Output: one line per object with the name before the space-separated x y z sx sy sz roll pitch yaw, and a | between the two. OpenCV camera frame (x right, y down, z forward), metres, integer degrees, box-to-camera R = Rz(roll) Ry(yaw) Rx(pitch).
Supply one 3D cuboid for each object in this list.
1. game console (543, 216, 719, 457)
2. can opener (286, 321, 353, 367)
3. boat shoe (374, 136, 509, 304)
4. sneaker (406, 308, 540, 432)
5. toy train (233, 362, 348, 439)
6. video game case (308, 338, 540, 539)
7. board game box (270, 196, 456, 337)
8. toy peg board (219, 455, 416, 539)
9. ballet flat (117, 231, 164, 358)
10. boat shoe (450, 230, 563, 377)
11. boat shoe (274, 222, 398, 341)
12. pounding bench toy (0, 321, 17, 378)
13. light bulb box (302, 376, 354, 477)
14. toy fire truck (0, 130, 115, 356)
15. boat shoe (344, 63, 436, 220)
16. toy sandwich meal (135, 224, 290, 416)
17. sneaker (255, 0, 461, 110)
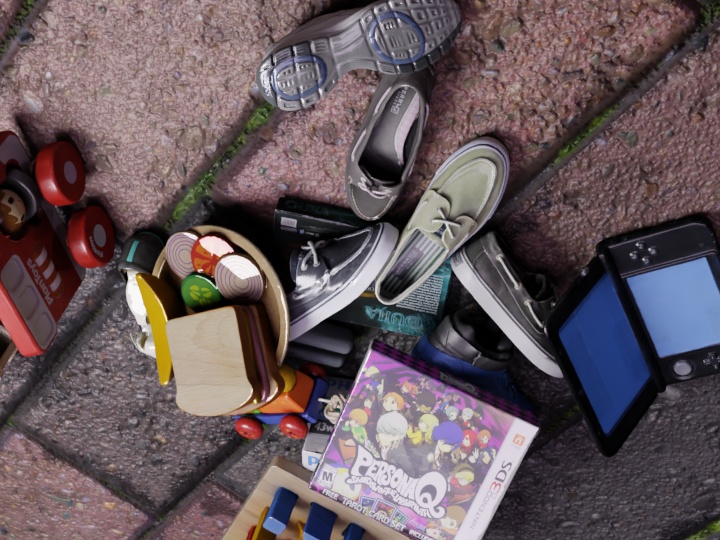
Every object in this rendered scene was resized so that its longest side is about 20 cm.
game console | 0.302 0.072 1.212 0.173 0.117 0.202 -16 123 24
can opener | -0.103 0.057 1.335 0.197 0.067 0.053 18 136 -12
boat shoe | 0.083 -0.042 1.185 0.071 0.062 0.201 33 112 -6
sneaker | 0.150 0.113 1.304 0.198 0.077 0.111 31 116 -25
toy train | -0.084 0.124 1.312 0.198 0.086 0.116 -7 142 38
video game case | 0.066 0.195 1.266 0.197 0.036 0.183 25 109 0
board game box | 0.000 0.000 1.282 0.196 0.028 0.137 12 129 3
toy peg board | -0.060 0.347 1.363 0.198 0.098 0.200 28 131 -6
ballet flat | -0.237 0.052 1.351 0.067 0.069 0.202 -1 127 19
boat shoe | 0.177 0.038 1.242 0.063 0.071 0.200 -36 121 18
boat shoe | -0.043 0.002 1.233 0.068 0.072 0.199 38 132 -19
pounding bench toy | -0.498 0.067 1.366 0.198 0.157 0.124 32 128 -12
light bulb box | 0.037 0.250 1.406 0.194 0.126 0.202 6 129 8
toy fire truck | -0.355 -0.034 1.247 0.110 0.169 0.202 -7 126 18
boat shoe | 0.024 -0.121 1.164 0.066 0.057 0.202 18 129 -2
toy sandwich meal | -0.160 0.056 1.242 0.202 0.070 0.209 8 106 29
sneaker | -0.005 -0.217 1.089 0.197 0.088 0.075 -16 123 1
